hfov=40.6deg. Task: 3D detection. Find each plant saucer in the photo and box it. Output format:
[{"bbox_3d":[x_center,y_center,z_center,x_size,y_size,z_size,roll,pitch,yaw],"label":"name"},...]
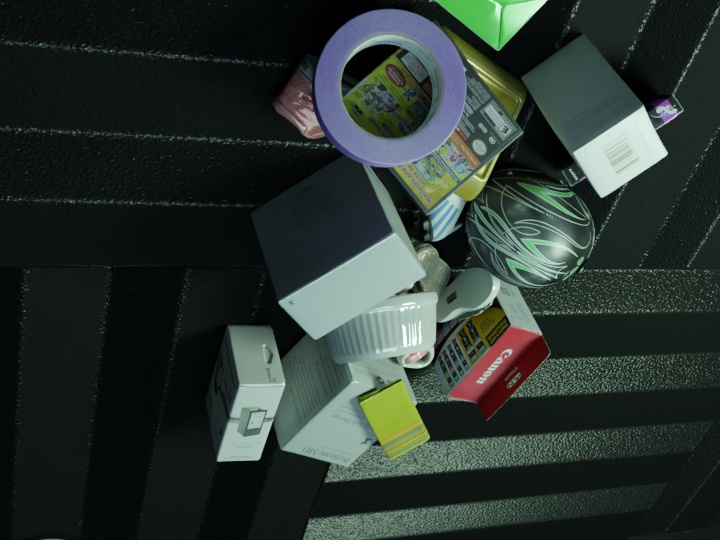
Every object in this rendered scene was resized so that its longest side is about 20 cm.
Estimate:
[{"bbox_3d":[0.152,-0.221,1.416,0.200,0.048,0.201,24,91,-38],"label":"plant saucer"}]

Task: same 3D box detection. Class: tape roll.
[{"bbox_3d":[0.036,-0.239,1.287,0.199,0.066,0.201,0,93,-7],"label":"tape roll"}]

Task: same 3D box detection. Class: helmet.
[{"bbox_3d":[0.270,-0.067,1.590,0.190,0.200,0.200,1,134,-46],"label":"helmet"}]

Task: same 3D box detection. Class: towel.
[{"bbox_3d":[0.060,0.260,1.702,0.086,0.018,0.200,-28,137,-3],"label":"towel"}]

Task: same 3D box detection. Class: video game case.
[{"bbox_3d":[0.095,-0.210,1.343,0.181,0.026,0.200,-41,98,-3],"label":"video game case"}]

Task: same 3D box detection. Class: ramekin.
[{"bbox_3d":[0.031,0.094,1.579,0.201,0.095,0.202,-8,177,0],"label":"ramekin"}]

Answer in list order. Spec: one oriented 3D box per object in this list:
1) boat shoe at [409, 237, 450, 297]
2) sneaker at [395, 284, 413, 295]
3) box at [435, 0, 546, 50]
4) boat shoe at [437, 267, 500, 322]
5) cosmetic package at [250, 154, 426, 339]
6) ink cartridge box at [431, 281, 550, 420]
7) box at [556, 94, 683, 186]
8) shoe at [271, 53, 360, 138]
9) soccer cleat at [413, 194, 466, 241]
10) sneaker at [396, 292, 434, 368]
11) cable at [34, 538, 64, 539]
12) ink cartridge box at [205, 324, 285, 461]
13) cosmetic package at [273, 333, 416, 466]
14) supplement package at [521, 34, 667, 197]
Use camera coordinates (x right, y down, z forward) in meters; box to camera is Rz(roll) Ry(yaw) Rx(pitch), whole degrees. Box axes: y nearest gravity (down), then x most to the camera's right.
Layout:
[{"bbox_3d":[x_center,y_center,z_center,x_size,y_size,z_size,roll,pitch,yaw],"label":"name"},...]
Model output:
[{"bbox_3d":[0.101,-0.004,1.660,0.076,0.072,0.200,-51,153,-13],"label":"boat shoe"},{"bbox_3d":[0.000,0.000,1.582,0.200,0.074,0.080,-13,137,42],"label":"sneaker"},{"bbox_3d":[0.112,-0.398,1.197,0.200,0.177,0.097,27,119,-39],"label":"box"},{"bbox_3d":[0.197,0.043,1.706,0.063,0.071,0.200,1,164,-25],"label":"boat shoe"},{"bbox_3d":[-0.037,-0.040,1.472,0.199,0.200,0.123,-30,136,9],"label":"cosmetic package"},{"bbox_3d":[0.229,0.143,1.775,0.084,0.176,0.200,16,125,-33],"label":"ink cartridge box"},{"bbox_3d":[0.404,-0.208,1.539,0.200,0.143,0.036,-36,94,12],"label":"box"},{"bbox_3d":[-0.027,-0.224,1.394,0.200,0.072,0.091,26,121,-32],"label":"shoe"},{"bbox_3d":[0.129,-0.131,1.554,0.086,0.070,0.200,-21,143,-15],"label":"soccer cleat"},{"bbox_3d":[0.075,0.101,1.726,0.075,0.105,0.200,-28,135,9],"label":"sneaker"},{"bbox_3d":[-0.643,0.623,1.974,0.199,0.069,0.200,-21,137,-1],"label":"cable"},{"bbox_3d":[-0.204,0.212,1.692,0.084,0.146,0.200,3,131,-22],"label":"ink cartridge box"},{"bbox_3d":[-0.040,0.216,1.746,0.167,0.167,0.200,24,121,-39],"label":"cosmetic package"},{"bbox_3d":[0.342,-0.230,1.436,0.117,0.200,0.117,-34,135,13],"label":"supplement package"}]
